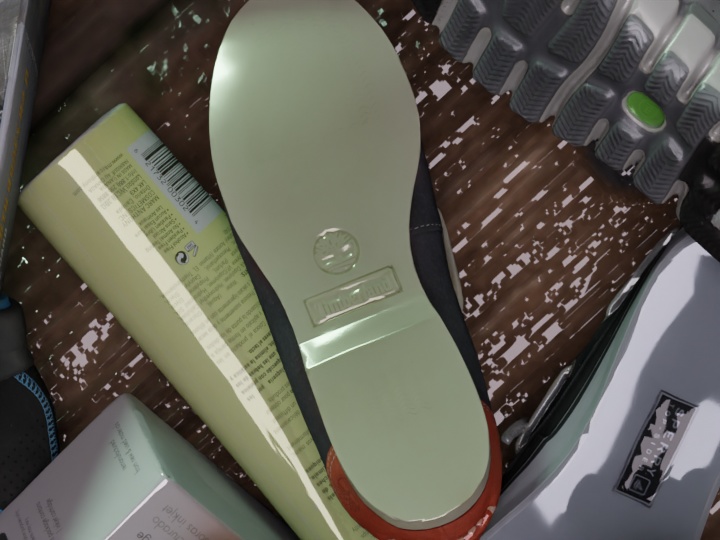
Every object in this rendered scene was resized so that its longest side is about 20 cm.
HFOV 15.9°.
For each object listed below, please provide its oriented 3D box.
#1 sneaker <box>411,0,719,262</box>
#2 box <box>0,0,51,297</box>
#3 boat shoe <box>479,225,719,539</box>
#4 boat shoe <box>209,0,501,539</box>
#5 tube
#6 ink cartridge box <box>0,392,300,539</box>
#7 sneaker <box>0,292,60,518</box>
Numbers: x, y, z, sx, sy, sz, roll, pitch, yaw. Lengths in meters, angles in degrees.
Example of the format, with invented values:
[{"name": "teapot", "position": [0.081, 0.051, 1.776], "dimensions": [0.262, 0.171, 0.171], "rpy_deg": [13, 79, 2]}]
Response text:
[{"name": "sneaker", "position": [0.101, -0.085, 0.825], "dimensions": [0.200, 0.115, 0.075], "rpy_deg": [45, 135, 5]}, {"name": "box", "position": [-0.209, -0.037, 0.832], "dimensions": [0.198, 0.048, 0.160], "rpy_deg": [7, 73, 4]}, {"name": "boat shoe", "position": [0.082, 0.066, 0.864], "dimensions": [0.073, 0.068, 0.200], "rpy_deg": [23, 102, -3]}, {"name": "boat shoe", "position": [0.000, 0.000, 0.844], "dimensions": [0.071, 0.063, 0.201], "rpy_deg": [-19, 67, 2]}, {"name": "tube", "position": [-0.034, 0.035, 0.869], "dimensions": [0.058, 0.052, 0.200], "rpy_deg": [-42, 94, 1]}, {"name": "ink cartridge box", "position": [-0.103, 0.155, 0.857], "dimensions": [0.200, 0.068, 0.116], "rpy_deg": [-45, 118, 5]}, {"name": "sneaker", "position": [-0.197, 0.077, 0.866], "dimensions": [0.199, 0.073, 0.082], "rpy_deg": [-20, 97, 3]}]
